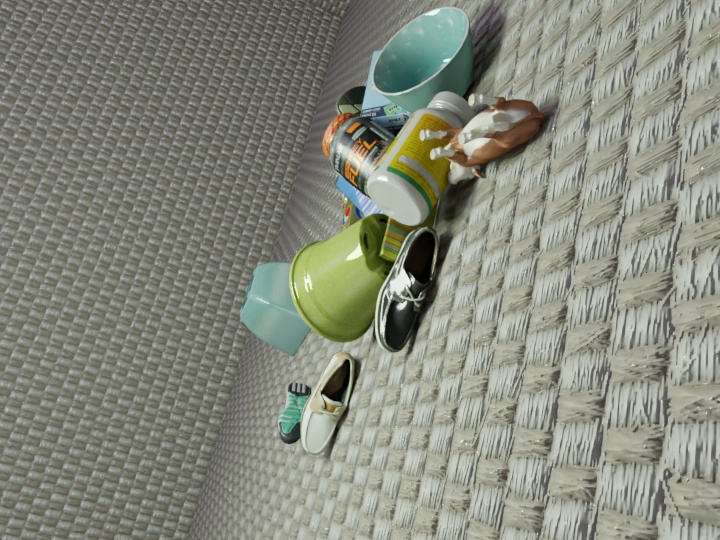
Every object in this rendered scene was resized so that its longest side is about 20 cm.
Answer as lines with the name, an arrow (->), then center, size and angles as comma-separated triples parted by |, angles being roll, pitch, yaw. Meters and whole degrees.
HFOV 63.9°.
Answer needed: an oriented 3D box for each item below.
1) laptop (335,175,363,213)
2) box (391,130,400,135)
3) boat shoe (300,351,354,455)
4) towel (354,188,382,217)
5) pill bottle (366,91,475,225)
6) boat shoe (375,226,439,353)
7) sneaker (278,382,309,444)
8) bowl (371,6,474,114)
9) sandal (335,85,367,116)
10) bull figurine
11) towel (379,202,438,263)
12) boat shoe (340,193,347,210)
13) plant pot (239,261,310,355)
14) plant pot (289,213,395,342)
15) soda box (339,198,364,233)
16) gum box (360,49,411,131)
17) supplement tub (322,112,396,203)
laptop -> 0.020, -0.168, 1.250 | 0.204, 0.113, 0.189 | -85, 21, -43
box -> 0.061, -0.298, 1.392 | 0.199, 0.048, 0.204 | 164, 126, -71
boat shoe -> -0.064, 0.254, 1.111 | 0.068, 0.073, 0.206 | 153, 135, -76
towel -> 0.030, -0.178, 1.205 | 0.145, 0.023, 0.205 | -47, 55, 49
pill bottle -> 0.104, -0.184, 0.926 | 0.203, 0.112, 0.112 | -57, 11, -19
boat shoe -> 0.074, 0.029, 0.903 | 0.067, 0.070, 0.206 | 172, 117, -77
sneaker -> -0.152, 0.353, 1.346 | 0.201, 0.072, 0.090 | -84, 5, -67
bowl -> 0.127, -0.360, 1.046 | 0.197, 0.105, 0.206 | -22, 48, 26
sandal -> 0.024, -0.367, 1.268 | 0.199, 0.081, 0.057 | -33, 2, -36
bull figurine -> 0.158, -0.179, 0.795 | 0.199, 0.118, 0.067 | -30, 65, 60
towel -> 0.090, -0.103, 0.979 | 0.018, 0.084, 0.206 | -27, 46, 62
boat shoe -> -0.025, -0.182, 1.518 | 0.072, 0.063, 0.206 | 146, 140, -65
plant pot -> -0.244, 0.095, 1.706 | 0.198, 0.195, 0.200 | 125, 158, -44
plant pot -> 0.000, 0.000, 1.033 | 0.183, 0.197, 0.205 | -35, 36, 45
soda box -> -0.010, -0.092, 1.362 | 0.068, 0.062, 0.205 | 129, 155, -49
gum box -> 0.093, -0.378, 1.181 | 0.045, 0.165, 0.205 | 56, -142, -53
supplement tub -> 0.025, -0.207, 1.094 | 0.199, 0.121, 0.125 | 40, 116, 27
